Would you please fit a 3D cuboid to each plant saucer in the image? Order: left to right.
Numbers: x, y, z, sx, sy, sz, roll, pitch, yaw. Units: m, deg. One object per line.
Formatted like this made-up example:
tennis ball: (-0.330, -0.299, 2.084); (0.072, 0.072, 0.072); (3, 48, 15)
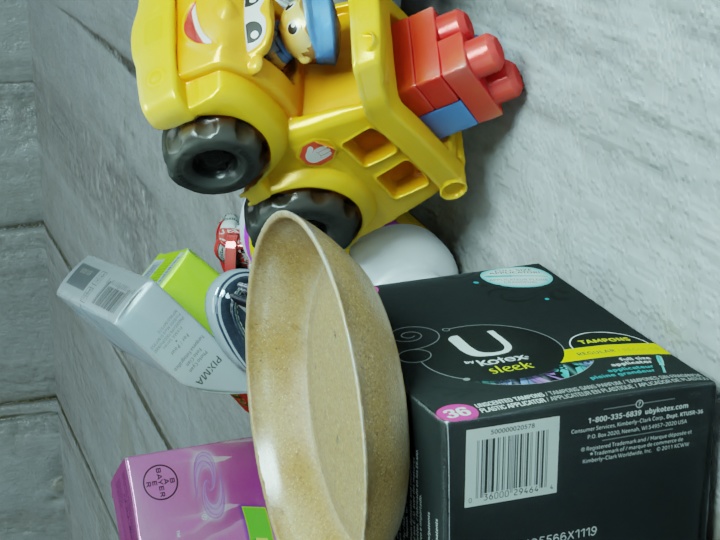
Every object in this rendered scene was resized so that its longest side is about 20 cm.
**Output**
plant saucer: (-0.016, 0.070, 0.760); (0.200, 0.035, 0.203); (175, 90, -71)

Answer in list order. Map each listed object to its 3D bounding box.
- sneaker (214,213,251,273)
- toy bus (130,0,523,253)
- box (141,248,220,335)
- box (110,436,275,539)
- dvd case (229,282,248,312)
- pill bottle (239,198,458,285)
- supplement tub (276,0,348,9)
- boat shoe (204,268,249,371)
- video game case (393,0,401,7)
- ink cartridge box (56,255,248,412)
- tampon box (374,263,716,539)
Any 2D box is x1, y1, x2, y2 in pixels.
sneaker: (-0.051, 0.001, 1.187); (0.201, 0.107, 0.068); (-136, 43, -61)
toy bus: (-0.011, -0.112, 0.892); (0.190, 0.200, 0.137); (-20, 54, 26)
box: (-0.089, 0.063, 1.225); (0.200, 0.048, 0.122); (42, 167, -13)
box: (-0.089, 0.233, 1.237); (0.097, 0.198, 0.178); (130, 131, -64)
dvd case: (0.009, 0.085, 0.979); (0.200, 0.016, 0.148); (45, 167, -21)
pill bottle: (0.000, 0.000, 1.030); (0.200, 0.103, 0.105); (43, 137, 50)
supplement tub: (-0.004, -0.248, 0.909); (0.200, 0.143, 0.146); (127, 133, -63)
boat shoe: (-0.025, 0.075, 1.100); (0.200, 0.071, 0.091); (47, 162, -18)
video game case: (-0.058, -0.176, 1.093); (0.199, 0.018, 0.144); (32, 136, 27)
ink cartridge box: (-0.137, 0.077, 1.186); (0.200, 0.047, 0.160); (48, 165, -24)
tampon box: (0.071, 0.090, 0.799); (0.200, 0.148, 0.128); (-140, 47, -63)
